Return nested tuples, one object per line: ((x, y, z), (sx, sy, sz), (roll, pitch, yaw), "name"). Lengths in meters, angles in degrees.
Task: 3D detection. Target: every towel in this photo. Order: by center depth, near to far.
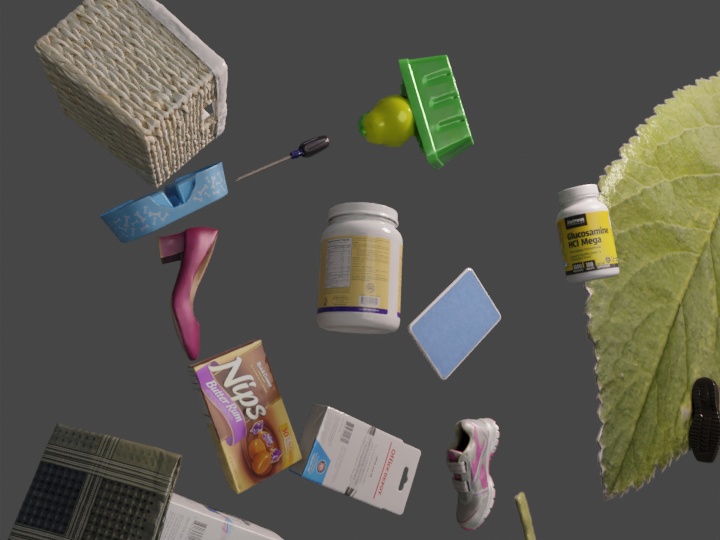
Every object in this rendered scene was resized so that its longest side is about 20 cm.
((-0.351, 0.321, 0.775), (0.196, 0.035, 0.196), (12, 69, 8), "towel")

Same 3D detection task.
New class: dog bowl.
((-0.288, -0.103, 0.884), (0.199, 0.111, 0.050), (-33, 110, -28), "dog bowl")

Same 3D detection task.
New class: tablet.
((0.189, 0.103, 1.152), (0.199, 0.014, 0.131), (-40, 101, -26), "tablet")

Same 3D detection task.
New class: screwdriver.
((-0.137, -0.197, 1.023), (0.198, 0.028, 0.029), (-26, 63, -28), "screwdriver")

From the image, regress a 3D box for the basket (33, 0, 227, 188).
((-0.311, -0.255, 0.830), (0.199, 0.198, 0.162), (39, 70, -3), "basket")

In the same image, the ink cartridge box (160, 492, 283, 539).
((-0.228, 0.423, 0.838), (0.198, 0.087, 0.147), (29, 71, -19), "ink cartridge box")

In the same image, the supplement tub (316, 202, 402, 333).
((0.000, 0.000, 0.994), (0.143, 0.145, 0.204), (9, 77, -26), "supplement tub")

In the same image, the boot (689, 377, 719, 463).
((0.890, 0.383, 1.446), (0.137, 0.077, 0.204), (24, 72, -27), "boot")

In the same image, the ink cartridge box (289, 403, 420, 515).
((-0.006, 0.319, 0.982), (0.198, 0.068, 0.118), (30, 69, -20), "ink cartridge box")

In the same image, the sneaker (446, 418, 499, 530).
((0.195, 0.368, 1.080), (0.087, 0.081, 0.204), (20, 65, -22), "sneaker")

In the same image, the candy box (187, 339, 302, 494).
((-0.180, 0.223, 0.914), (0.115, 0.056, 0.204), (-19, 92, -29), "candy box")

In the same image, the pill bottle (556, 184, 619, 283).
((0.495, -0.080, 1.288), (0.111, 0.112, 0.204), (-6, 84, -28), "pill bottle")

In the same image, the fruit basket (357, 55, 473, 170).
((0.099, -0.291, 1.121), (0.211, 0.155, 0.220), (1, 94, 14), "fruit basket")

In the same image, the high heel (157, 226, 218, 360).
((-0.247, 0.031, 0.899), (0.094, 0.067, 0.204), (-11, 84, -18), "high heel")
